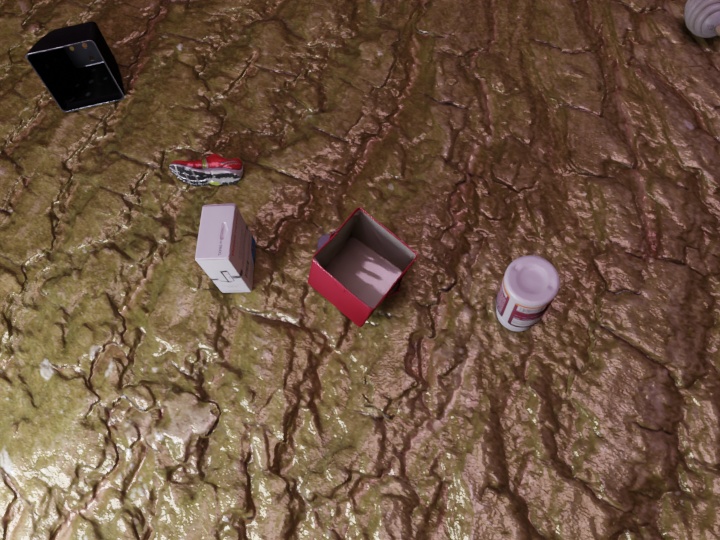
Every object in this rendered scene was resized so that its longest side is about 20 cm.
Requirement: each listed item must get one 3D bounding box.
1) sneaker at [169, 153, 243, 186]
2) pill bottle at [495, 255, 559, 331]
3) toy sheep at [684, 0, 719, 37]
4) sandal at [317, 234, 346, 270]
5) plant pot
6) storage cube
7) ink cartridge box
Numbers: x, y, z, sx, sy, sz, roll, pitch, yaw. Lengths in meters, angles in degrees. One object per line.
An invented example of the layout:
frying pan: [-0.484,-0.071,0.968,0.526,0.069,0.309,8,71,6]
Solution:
sneaker: [-0.423,-0.284,1.561,0.198,0.077,0.086,4,61,-4]
pill bottle: [0.362,0.059,1.249,0.113,0.200,0.115,-2,66,4]
toy sheep: [0.980,-0.718,1.572,0.136,0.139,0.201,-1,48,5]
sandal: [-0.054,-0.009,1.408,0.075,0.043,0.201,-20,66,-3]
plant pot: [-0.839,-0.629,1.697,0.198,0.201,0.179,-12,52,1]
storage cube: [0.000,0.000,1.301,0.200,0.180,0.171,40,71,5]
ink cartridge box: [-0.321,-0.050,1.368,0.083,0.200,0.147,-2,65,5]
